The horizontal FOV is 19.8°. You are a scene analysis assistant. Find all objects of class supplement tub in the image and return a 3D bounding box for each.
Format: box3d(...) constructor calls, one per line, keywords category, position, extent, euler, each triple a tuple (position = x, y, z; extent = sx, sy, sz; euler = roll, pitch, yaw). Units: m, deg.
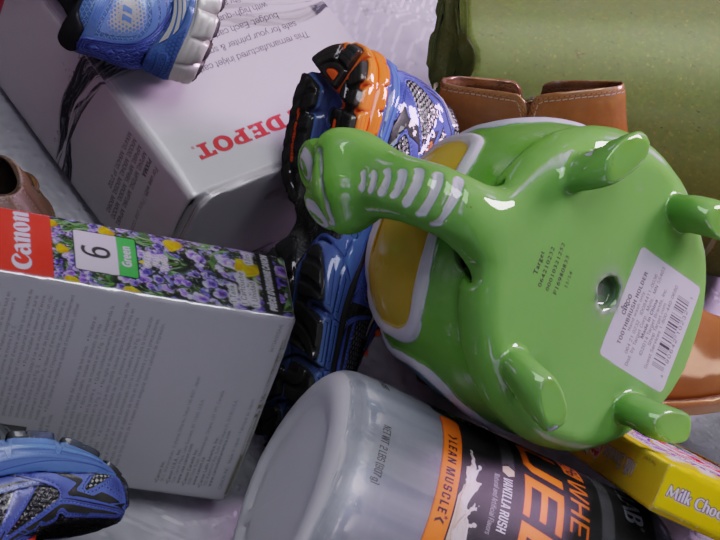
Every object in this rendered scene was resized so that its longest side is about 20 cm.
box3d(category="supplement tub", position=(0.052, 0.134, 0.893), extent=(0.199, 0.123, 0.123), euler=(25, 48, -16))

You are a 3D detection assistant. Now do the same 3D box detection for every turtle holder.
box3d(category="turtle holder", position=(0.059, 0.004, 0.883), extent=(0.185, 0.142, 0.131), euler=(-10, 17, -41))

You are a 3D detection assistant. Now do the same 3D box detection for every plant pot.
box3d(category="plant pot", position=(0.133, -0.091, 1.090), extent=(0.189, 0.201, 0.201), euler=(5, 52, -7))

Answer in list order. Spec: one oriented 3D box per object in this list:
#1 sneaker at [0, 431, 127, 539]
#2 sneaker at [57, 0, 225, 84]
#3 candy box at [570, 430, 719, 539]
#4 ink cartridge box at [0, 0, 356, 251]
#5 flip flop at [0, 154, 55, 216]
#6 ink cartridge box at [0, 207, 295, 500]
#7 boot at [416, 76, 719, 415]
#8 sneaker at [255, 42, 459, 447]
box3d(category="sneaker", position=(-0.183, 0.124, 0.829), extent=(0.199, 0.075, 0.079), euler=(-17, 76, -28))
box3d(category="sneaker", position=(-0.122, -0.180, 0.974), extent=(0.089, 0.079, 0.201), euler=(4, 53, -25))
box3d(category="candy box", position=(0.153, 0.100, 0.950), extent=(0.102, 0.200, 0.027), euler=(22, 92, -10))
box3d(category="ink cartridge box", position=(-0.093, -0.106, 1.039), extent=(0.144, 0.084, 0.200), euler=(-24, 67, -36))
box3d(category="flip flop", position=(-0.182, -0.030, 0.955), extent=(0.200, 0.058, 0.081), euler=(44, 49, 11))
box3d(category="ink cartridge box", position=(-0.139, 0.032, 0.890), extent=(0.199, 0.109, 0.050), euler=(10, 34, -18))
box3d(category="boot", position=(0.122, -0.014, 0.997), extent=(0.199, 0.156, 0.074), euler=(4, 13, 0))
box3d(category="sneaker", position=(0.000, 0.000, 0.956), extent=(0.078, 0.201, 0.075), euler=(12, 6, -32))
